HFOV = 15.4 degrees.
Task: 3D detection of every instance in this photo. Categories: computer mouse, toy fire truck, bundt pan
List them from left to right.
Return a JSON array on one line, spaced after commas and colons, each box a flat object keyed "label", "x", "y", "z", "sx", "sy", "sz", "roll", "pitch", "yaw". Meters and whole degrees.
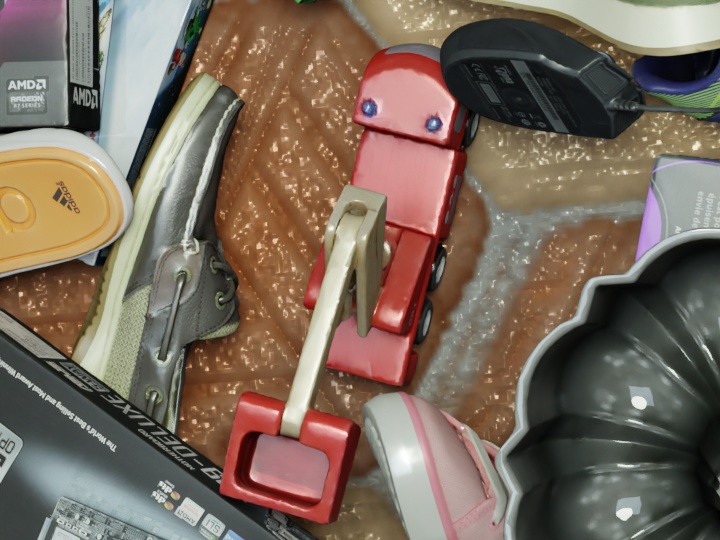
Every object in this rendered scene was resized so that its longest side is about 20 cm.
[{"label": "toy fire truck", "x": 0.000, "y": 0.000, "z": 1.127, "sx": 0.048, "sy": 0.141, "sz": 0.201, "roll": 15, "pitch": 93, "yaw": 11}, {"label": "computer mouse", "x": 0.118, "y": -0.076, "z": 1.067, "sx": 0.199, "sy": 0.059, "sz": 0.034, "roll": 12, "pitch": 63, "yaw": 33}, {"label": "bundt pan", "x": 0.155, "y": 0.079, "z": 1.022, "sx": 0.201, "sy": 0.076, "sz": 0.203, "roll": 1, "pitch": 95, "yaw": 11}]

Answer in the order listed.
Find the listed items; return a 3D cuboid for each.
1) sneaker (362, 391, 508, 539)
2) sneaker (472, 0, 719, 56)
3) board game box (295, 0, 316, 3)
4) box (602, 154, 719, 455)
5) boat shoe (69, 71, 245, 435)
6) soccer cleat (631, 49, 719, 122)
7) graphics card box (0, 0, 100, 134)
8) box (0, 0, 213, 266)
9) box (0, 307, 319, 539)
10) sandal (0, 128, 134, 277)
[{"label": "sneaker", "x": 0.072, "y": 0.101, "z": 1.104, "sx": 0.104, "sy": 0.201, "sz": 0.076, "roll": -24, "pitch": 47, "yaw": 2}, {"label": "sneaker", "x": 0.086, "y": -0.152, "z": 1.087, "sx": 0.067, "sy": 0.200, "sz": 0.090, "roll": -16, "pitch": 114, "yaw": -30}, {"label": "board game box", "x": 0.014, "y": -0.215, "z": 1.119, "sx": 0.200, "sy": 0.023, "sz": 0.105, "roll": -42, "pitch": 78, "yaw": 24}, {"label": "box", "x": 0.211, "y": 0.026, "z": 1.102, "sx": 0.199, "sy": 0.106, "sz": 0.123, "roll": 11, "pitch": 94, "yaw": 11}, {"label": "boat shoe", "x": -0.084, "y": 0.013, "z": 1.185, "sx": 0.064, "sy": 0.073, "sz": 0.201, "roll": 20, "pitch": 100, "yaw": 2}, {"label": "soccer cleat", "x": 0.171, "y": -0.147, "z": 1.090, "sx": 0.083, "sy": 0.065, "sz": 0.201, "roll": 6, "pitch": 124, "yaw": -21}, {"label": "graphics card box", "x": -0.180, "y": -0.159, "z": 1.170, "sx": 0.125, "sy": 0.051, "sz": 0.201, "roll": 0, "pitch": 91, "yaw": 11}, {"label": "box", "x": -0.141, "y": -0.119, "z": 1.207, "sx": 0.136, "sy": 0.038, "sz": 0.201, "roll": 22, "pitch": 94, "yaw": 11}, {"label": "box", "x": -0.128, "y": 0.133, "z": 1.131, "sx": 0.200, "sy": 0.050, "sz": 0.158, "roll": 35, "pitch": 98, "yaw": 16}, {"label": "sandal", "x": -0.191, "y": -0.014, "z": 1.165, "sx": 0.206, "sy": 0.059, "sz": 0.079, "roll": -15, "pitch": 111, "yaw": 38}]
